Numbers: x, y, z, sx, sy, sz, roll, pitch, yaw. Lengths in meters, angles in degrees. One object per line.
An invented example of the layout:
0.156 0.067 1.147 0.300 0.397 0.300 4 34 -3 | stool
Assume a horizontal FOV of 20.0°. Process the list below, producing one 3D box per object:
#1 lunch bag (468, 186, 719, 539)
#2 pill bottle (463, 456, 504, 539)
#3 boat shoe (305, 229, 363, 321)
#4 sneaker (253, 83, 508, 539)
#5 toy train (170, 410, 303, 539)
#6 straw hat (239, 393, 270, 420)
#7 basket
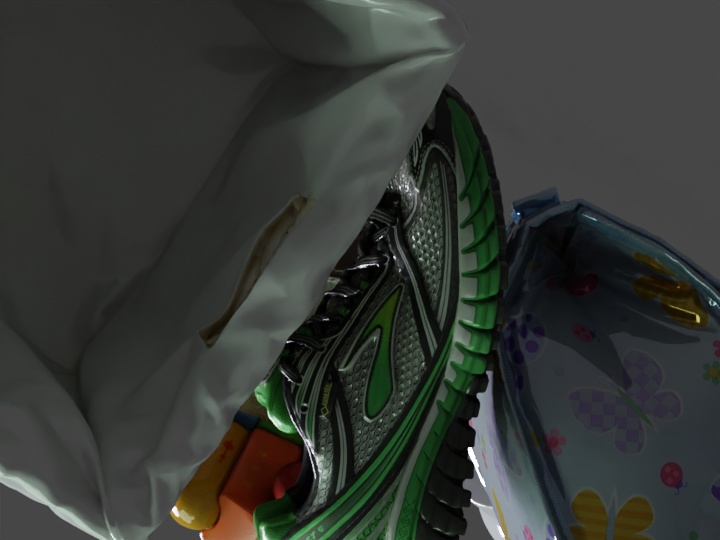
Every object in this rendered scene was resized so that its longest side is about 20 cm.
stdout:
0.109 0.067 0.837 0.170 0.126 0.201 119 127 -81 | lunch bag
0.136 0.127 1.149 0.112 0.113 0.200 29 175 44 | pill bottle
-0.050 0.016 0.870 0.199 0.070 0.071 4 127 36 | boat shoe
0.006 0.027 0.756 0.084 0.202 0.078 9 -172 -6 | sneaker
-0.077 0.117 1.025 0.115 0.085 0.200 27 -147 0 | toy train
-0.011 -0.018 0.988 0.201 0.200 0.086 36 -141 -30 | straw hat
-0.108 -0.052 0.669 0.199 0.199 0.161 34 178 -13 | basket
